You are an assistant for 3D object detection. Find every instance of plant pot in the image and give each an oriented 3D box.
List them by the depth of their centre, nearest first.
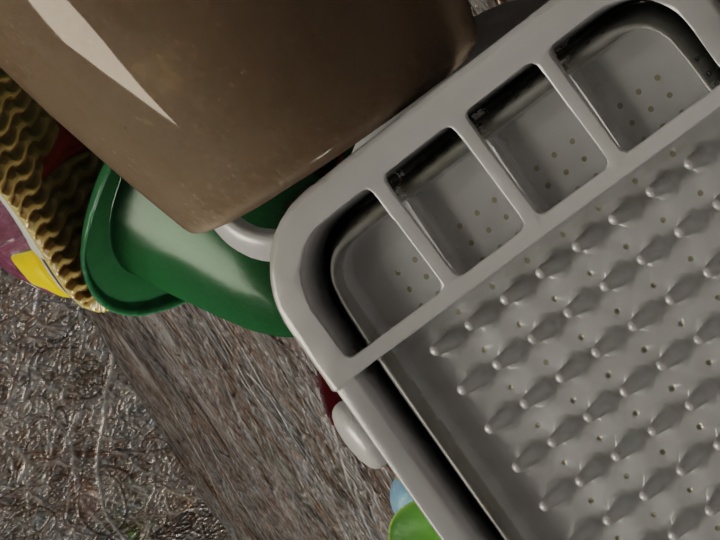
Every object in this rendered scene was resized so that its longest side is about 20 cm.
[{"bbox_3d":[-0.057,-0.111,0.946,0.175,0.200,0.200,57,171,-6],"label":"plant pot"}]

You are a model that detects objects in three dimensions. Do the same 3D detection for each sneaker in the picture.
[{"bbox_3d":[-0.158,-0.064,1.221,0.090,0.075,0.200,18,144,37],"label":"sneaker"}]

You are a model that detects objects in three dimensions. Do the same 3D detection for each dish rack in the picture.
[{"bbox_3d":[0.086,0.024,0.910,0.200,0.171,0.044,55,-157,4],"label":"dish rack"}]

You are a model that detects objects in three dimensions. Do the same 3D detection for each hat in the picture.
[{"bbox_3d":[0.000,0.000,1.204,0.176,0.200,0.166,37,151,23],"label":"hat"}]

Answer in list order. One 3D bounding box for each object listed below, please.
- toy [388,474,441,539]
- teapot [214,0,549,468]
[{"bbox_3d":[0.019,0.042,1.216,0.200,0.047,0.115,-96,16,-54],"label":"toy"},{"bbox_3d":[0.051,0.012,1.030,0.198,0.146,0.200,58,172,-17],"label":"teapot"}]
